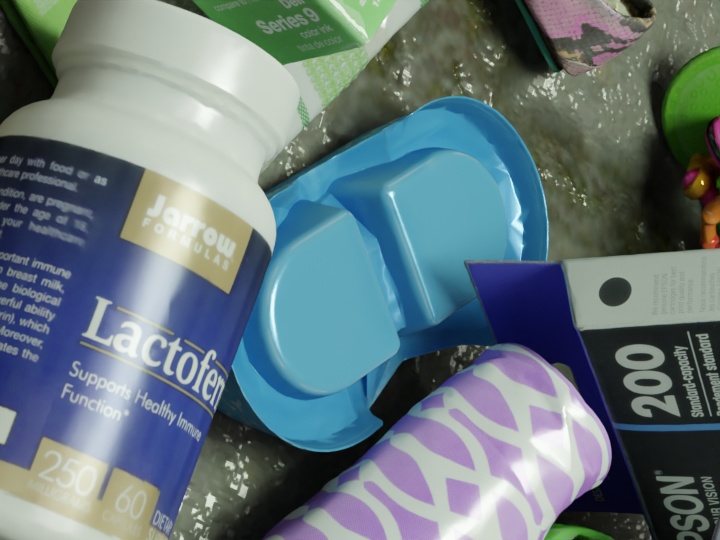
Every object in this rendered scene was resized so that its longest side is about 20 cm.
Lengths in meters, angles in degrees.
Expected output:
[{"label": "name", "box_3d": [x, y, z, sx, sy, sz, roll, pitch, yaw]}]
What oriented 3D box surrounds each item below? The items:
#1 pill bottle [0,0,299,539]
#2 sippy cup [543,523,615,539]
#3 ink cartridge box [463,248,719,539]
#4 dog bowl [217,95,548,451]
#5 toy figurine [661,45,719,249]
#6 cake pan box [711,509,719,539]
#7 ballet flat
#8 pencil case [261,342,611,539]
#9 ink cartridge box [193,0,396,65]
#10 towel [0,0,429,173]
[{"label": "pill bottle", "box_3d": [-0.098, 0.008, 0.820, 0.115, 0.115, 0.202, 29, 73, -37]}, {"label": "sippy cup", "box_3d": [0.080, 0.214, 0.980, 0.178, 0.140, 0.130, -51, 141, 12]}, {"label": "ink cartridge box", "box_3d": [0.159, 0.065, 0.965, 0.199, 0.198, 0.044, 65, 30, -46]}, {"label": "dog bowl", "box_3d": [0.000, 0.000, 0.963, 0.199, 0.049, 0.112, -33, 110, -39]}, {"label": "toy figurine", "box_3d": [0.217, 0.004, 1.061, 0.200, 0.150, 0.184, 41, 33, -10]}, {"label": "cake pan box", "box_3d": [0.171, 0.213, 0.956, 0.184, 0.052, 0.201, 57, 48, -57]}, {"label": "ballet flat", "box_3d": [0.073, -0.175, 1.019, 0.200, 0.071, 0.069, 49, 24, -30]}, {"label": "pencil case", "box_3d": [0.016, 0.116, 0.925, 0.199, 0.086, 0.084, -37, 73, -22]}, {"label": "ink cartridge box", "box_3d": [-0.048, -0.201, 0.867, 0.200, 0.087, 0.146, 43, 67, -23]}, {"label": "towel", "box_3d": [-0.053, -0.123, 0.934, 0.200, 0.031, 0.150, -49, 118, -32]}]
